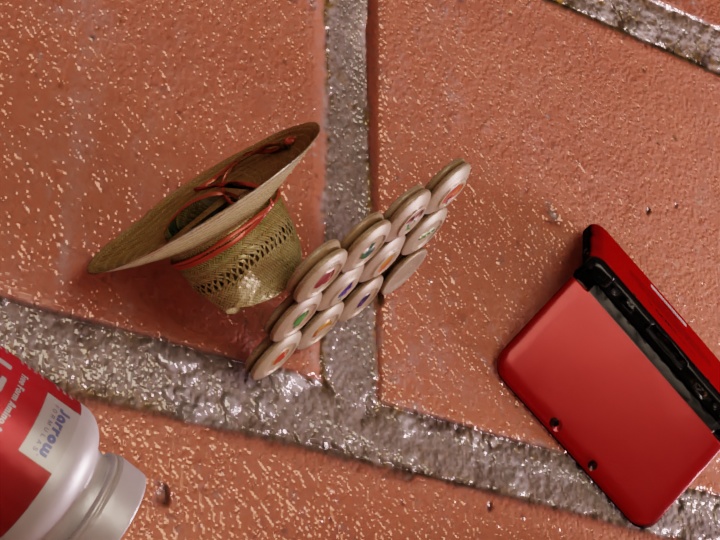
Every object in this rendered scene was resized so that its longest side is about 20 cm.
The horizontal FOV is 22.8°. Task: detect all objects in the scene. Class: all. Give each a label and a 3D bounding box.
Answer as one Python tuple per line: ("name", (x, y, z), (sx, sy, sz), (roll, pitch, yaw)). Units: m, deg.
("pill bottle", (-0.236, 0.106, 1.104), (0.200, 0.112, 0.113), (38, 51, -18))
("game console", (0.222, 0.087, 1.532), (0.200, 0.118, 0.173), (48, 18, -10))
("memory tile", (0.000, 0.000, 1.314), (0.017, 0.154, 0.200), (44, 48, 12))
("straw hat", (-0.086, -0.019, 1.240), (0.201, 0.200, 0.086), (-43, 109, -41))
